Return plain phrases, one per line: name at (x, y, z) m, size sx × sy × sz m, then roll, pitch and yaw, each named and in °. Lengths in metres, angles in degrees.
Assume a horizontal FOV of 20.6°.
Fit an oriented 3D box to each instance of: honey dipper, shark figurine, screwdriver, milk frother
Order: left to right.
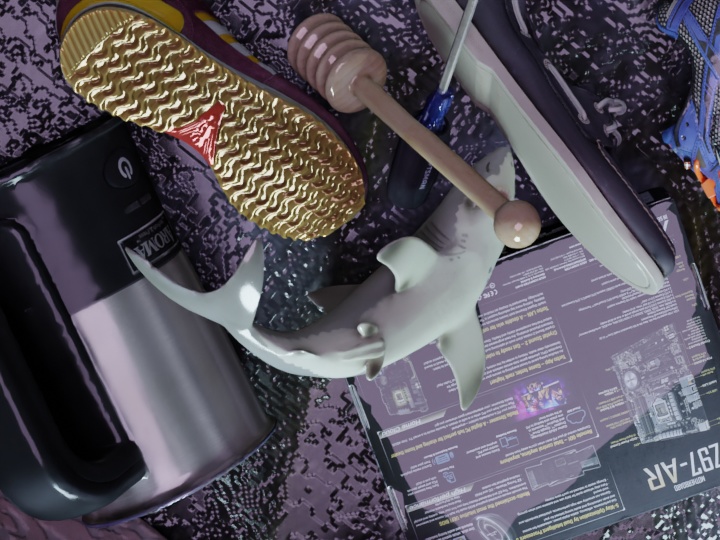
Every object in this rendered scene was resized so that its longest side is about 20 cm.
milk frother at (-0.181, 0.045, 1.049) m, size 0.199 × 0.180 × 0.189 m, roll -16°, pitch 103°, yaw 47°
shark figurine at (-0.013, 0.017, 1.003) m, size 0.213 × 0.089 × 0.129 m, roll -18°, pitch 115°, yaw -36°
honey dipper at (0.026, -0.068, 0.986) m, size 0.038 × 0.200 × 0.038 m, roll -19°, pitch 132°, yaw -23°
screwdriver at (0.049, -0.101, 1.000) m, size 0.029 × 0.028 × 0.201 m, roll 17°, pitch 138°, yaw -8°

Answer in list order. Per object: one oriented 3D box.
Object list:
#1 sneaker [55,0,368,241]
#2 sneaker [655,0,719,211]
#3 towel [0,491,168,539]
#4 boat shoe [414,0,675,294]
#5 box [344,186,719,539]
sneaker at (-0.073, -0.096, 1.039) m, size 0.075 × 0.090 × 0.200 m, roll -40°, pitch 124°, yaw 20°
sneaker at (0.200, -0.061, 1.043) m, size 0.078 × 0.075 × 0.202 m, roll -7°, pitch 93°, yaw 12°
towel at (-0.132, 0.181, 1.032) m, size 0.199 × 0.191 × 0.032 m, roll 37°, pitch 108°, yaw -5°
boat shoe at (0.108, -0.081, 1.017) m, size 0.063 × 0.073 × 0.201 m, roll -34°, pitch 78°, yaw -10°
box at (0.100, 0.064, 1.076) m, size 0.199 × 0.044 × 0.161 m, roll -20°, pitch 100°, yaw 6°
